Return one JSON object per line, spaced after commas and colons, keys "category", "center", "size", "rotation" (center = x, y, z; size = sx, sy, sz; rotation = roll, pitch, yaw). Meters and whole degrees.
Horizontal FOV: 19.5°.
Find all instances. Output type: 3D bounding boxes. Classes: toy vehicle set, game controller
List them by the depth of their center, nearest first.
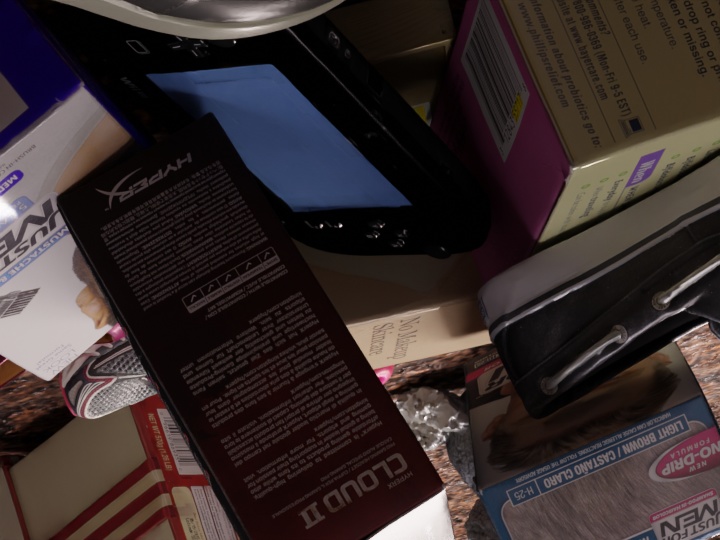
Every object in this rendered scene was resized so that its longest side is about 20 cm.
{"category": "game controller", "center": [-0.029, -0.058, 0.838], "size": [0.104, 0.042, 0.200], "rotation": [-10, 147, 30]}
{"category": "toy vehicle set", "center": [-0.014, -0.065, 0.964], "size": [0.123, 0.027, 0.200], "rotation": [-14, 163, 0]}

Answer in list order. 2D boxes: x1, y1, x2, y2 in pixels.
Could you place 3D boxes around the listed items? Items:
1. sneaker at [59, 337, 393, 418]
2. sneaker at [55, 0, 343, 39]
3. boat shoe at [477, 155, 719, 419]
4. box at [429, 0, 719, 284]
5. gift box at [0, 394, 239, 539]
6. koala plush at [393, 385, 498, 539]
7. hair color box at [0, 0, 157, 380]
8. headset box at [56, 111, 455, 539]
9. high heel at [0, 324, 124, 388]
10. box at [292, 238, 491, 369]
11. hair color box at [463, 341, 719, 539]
{"category": "sneaker", "center": [-0.077, 0.049, 1.195], "size": [0.199, 0.075, 0.081], "rotation": [-17, 163, 11]}
{"category": "sneaker", "center": [-0.054, -0.128, 0.645], "size": [0.199, 0.075, 0.106], "rotation": [-1, 161, -34]}
{"category": "boat shoe", "center": [0.143, -0.002, 0.829], "size": [0.199, 0.068, 0.072], "rotation": [-27, 163, 16]}
{"category": "box", "center": [0.143, -0.080, 0.878], "size": [0.199, 0.097, 0.176], "rotation": [-18, 163, -11]}
{"category": "gift box", "center": [-0.146, 0.177, 1.387], "size": [0.199, 0.185, 0.186], "rotation": [10, 143, -45]}
{"category": "koala plush", "center": [0.132, 0.117, 1.499], "size": [0.176, 0.185, 0.200], "rotation": [7, 176, -29]}
{"category": "hair color box", "center": [-0.137, -0.029, 0.859], "size": [0.109, 0.065, 0.200], "rotation": [-40, 163, 0]}
{"category": "headset box", "center": [-0.032, 0.060, 0.840], "size": [0.077, 0.201, 0.149], "rotation": [-31, 158, -7]}
{"category": "high heel", "center": [-0.176, 0.058, 1.106], "size": [0.199, 0.097, 0.067], "rotation": [-14, 163, 0]}
{"category": "box", "center": [0.000, 0.000, 1.000], "size": [0.199, 0.078, 0.095], "rotation": [-12, 163, -5]}
{"category": "hair color box", "center": [0.103, 0.071, 0.919], "size": [0.100, 0.061, 0.200], "rotation": [-24, -169, 6]}
